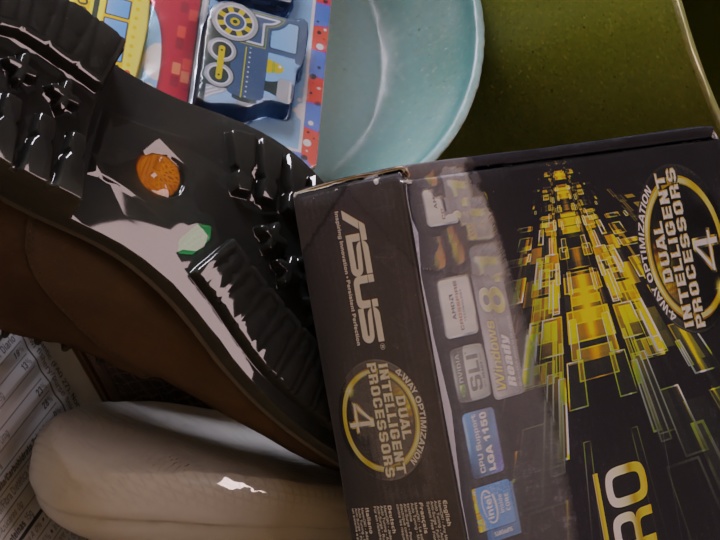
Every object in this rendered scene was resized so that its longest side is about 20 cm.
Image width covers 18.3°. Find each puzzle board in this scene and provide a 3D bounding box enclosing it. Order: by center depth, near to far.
[{"bbox_3d":[-0.078,-0.129,0.706,0.150,0.017,0.201,14,53,-14],"label":"puzzle board"}]

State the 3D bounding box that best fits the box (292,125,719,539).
[{"bbox_3d":[0.063,0.064,0.649,0.161,0.049,0.201,-9,89,-47],"label":"box"}]

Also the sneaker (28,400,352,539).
[{"bbox_3d":[-0.021,0.095,0.682,0.199,0.075,0.089,15,98,-43],"label":"sneaker"}]

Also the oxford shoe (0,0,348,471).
[{"bbox_3d":[-0.062,-0.004,0.625,0.200,0.084,0.073,40,47,-22],"label":"oxford shoe"}]

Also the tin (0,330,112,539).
[{"bbox_3d":[-0.116,0.049,0.641,0.201,0.042,0.112,62,27,-21],"label":"tin"}]

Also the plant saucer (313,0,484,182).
[{"bbox_3d":[-0.058,-0.088,0.720,0.199,0.036,0.201,10,55,-15],"label":"plant saucer"}]

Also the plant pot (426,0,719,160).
[{"bbox_3d":[0.059,-0.077,0.833,0.187,0.199,0.188,33,50,-51],"label":"plant pot"}]

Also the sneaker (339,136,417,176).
[{"bbox_3d":[0.000,0.000,0.747,0.200,0.075,0.077,56,-8,49],"label":"sneaker"}]

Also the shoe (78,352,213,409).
[{"bbox_3d":[-0.052,0.061,0.739,0.070,0.053,0.201,-44,113,-34],"label":"shoe"}]
